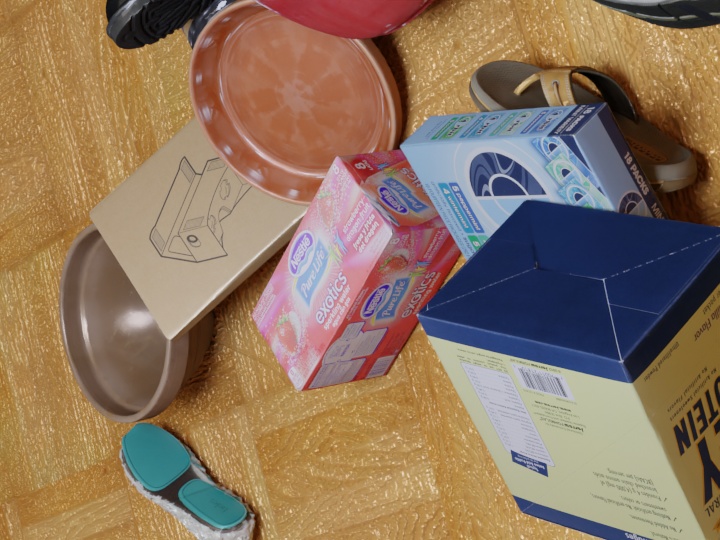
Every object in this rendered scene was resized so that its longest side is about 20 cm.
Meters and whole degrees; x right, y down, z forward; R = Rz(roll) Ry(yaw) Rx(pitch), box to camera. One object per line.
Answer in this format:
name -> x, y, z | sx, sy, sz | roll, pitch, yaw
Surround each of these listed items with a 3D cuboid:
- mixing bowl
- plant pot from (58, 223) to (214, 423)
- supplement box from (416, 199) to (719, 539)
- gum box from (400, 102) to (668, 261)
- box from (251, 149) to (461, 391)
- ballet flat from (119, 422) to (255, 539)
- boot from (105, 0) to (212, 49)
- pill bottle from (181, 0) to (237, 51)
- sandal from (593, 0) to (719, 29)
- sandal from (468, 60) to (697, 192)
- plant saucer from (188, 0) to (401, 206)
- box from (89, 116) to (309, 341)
mixing bowl -> 0.008, -0.262, 1.534 | 0.200, 0.108, 0.201 | -38, 28, 24
plant pot -> -0.211, 0.046, 1.897 | 0.200, 0.092, 0.202 | 12, 106, 48
supplement box -> 0.182, 0.078, 1.331 | 0.200, 0.134, 0.200 | 12, 139, 49
gum box -> 0.141, -0.040, 1.424 | 0.200, 0.045, 0.170 | 1, 129, 53
box -> 0.000, 0.000, 1.628 | 0.095, 0.102, 0.200 | 55, 134, 28
ballet flat -> -0.177, 0.230, 1.914 | 0.200, 0.072, 0.072 | 37, 124, 41
boot -> -0.174, -0.306, 1.643 | 0.158, 0.211, 0.079 | 44, 173, 18
pill bottle -> -0.140, -0.297, 1.734 | 0.112, 0.111, 0.201 | -48, 60, 43
sandal -> 0.231, -0.207, 1.345 | 0.200, 0.080, 0.058 | 8, 85, 43
sandal -> 0.169, -0.120, 1.418 | 0.200, 0.080, 0.054 | 32, 134, 36
plant saucer -> -0.055, -0.150, 1.660 | 0.199, 0.032, 0.201 | 13, 125, 20
box -> -0.143, -0.057, 1.776 | 0.200, 0.021, 0.164 | -41, 62, 11
